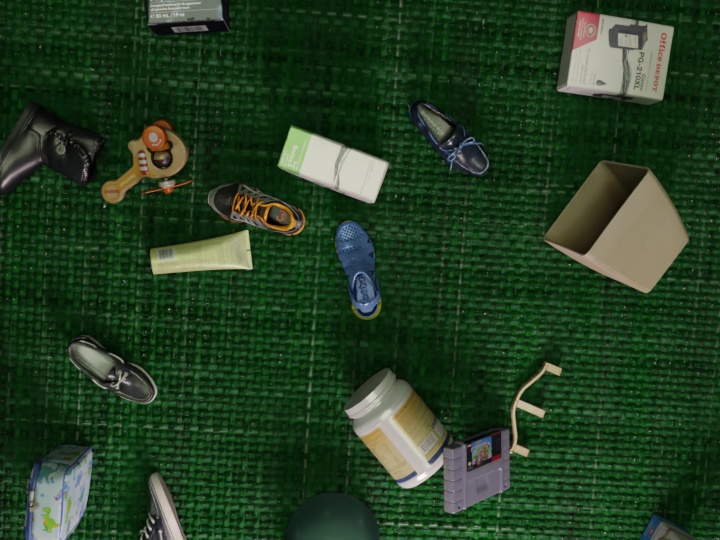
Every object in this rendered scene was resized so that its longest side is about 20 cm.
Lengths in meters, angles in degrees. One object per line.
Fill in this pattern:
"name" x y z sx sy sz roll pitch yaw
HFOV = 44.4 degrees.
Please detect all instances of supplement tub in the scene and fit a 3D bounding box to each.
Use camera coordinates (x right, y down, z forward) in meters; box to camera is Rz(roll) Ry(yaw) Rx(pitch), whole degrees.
"supplement tub" 0.074 0.309 1.741 0.144 0.144 0.201 -40 95 0

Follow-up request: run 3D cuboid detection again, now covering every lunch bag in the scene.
"lunch bag" -0.576 0.430 1.687 0.081 0.200 0.164 6 94 -3

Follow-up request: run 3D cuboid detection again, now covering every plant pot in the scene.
"plant pot" 0.513 -0.074 1.721 0.176 0.200 0.201 37 92 -16
"plant pot" -0.054 0.564 1.744 0.196 0.161 0.205 0 94 -2

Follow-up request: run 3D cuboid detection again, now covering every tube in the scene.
"tube" -0.315 -0.029 1.748 0.196 0.052 0.059 -8 136 -6

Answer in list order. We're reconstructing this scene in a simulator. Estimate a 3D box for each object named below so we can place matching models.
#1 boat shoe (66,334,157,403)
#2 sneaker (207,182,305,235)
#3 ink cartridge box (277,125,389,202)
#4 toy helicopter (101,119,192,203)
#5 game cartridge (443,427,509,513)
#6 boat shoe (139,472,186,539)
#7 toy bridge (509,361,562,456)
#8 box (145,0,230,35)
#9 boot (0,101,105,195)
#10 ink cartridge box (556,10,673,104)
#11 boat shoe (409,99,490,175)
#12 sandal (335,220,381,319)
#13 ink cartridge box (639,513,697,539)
"boat shoe" -0.495 0.203 1.745 0.198 0.060 0.076 31 92 -5
"sneaker" -0.204 -0.123 1.730 0.196 0.077 0.080 14 95 -3
"ink cartridge box" -0.053 -0.201 1.696 0.197 0.146 0.086 21 93 -4
"toy helicopter" -0.420 -0.191 1.727 0.198 0.079 0.133 -34 104 11
"game cartridge" 0.234 0.390 1.748 0.198 0.038 0.133 -6 101 -47
"boat shoe" -0.410 0.513 1.763 0.091 0.075 0.204 -19 96 -9
"toy bridge" 0.345 0.281 1.811 0.066 0.027 0.203 22 93 -2
"box" -0.332 -0.562 1.676 0.145 0.107 0.205 -5 94 -2
"boot" -0.603 -0.204 1.702 0.166 0.076 0.203 28 86 -1
"ink cartridge box" 0.502 -0.417 1.740 0.196 0.084 0.148 8 94 -3
"boat shoe" 0.173 -0.256 1.743 0.198 0.069 0.085 34 92 -5
"sandal" 0.000 0.000 1.745 0.078 0.087 0.204 -17 93 0
"ink cartridge box" 0.622 0.597 1.761 0.084 0.200 0.146 27 92 -5
